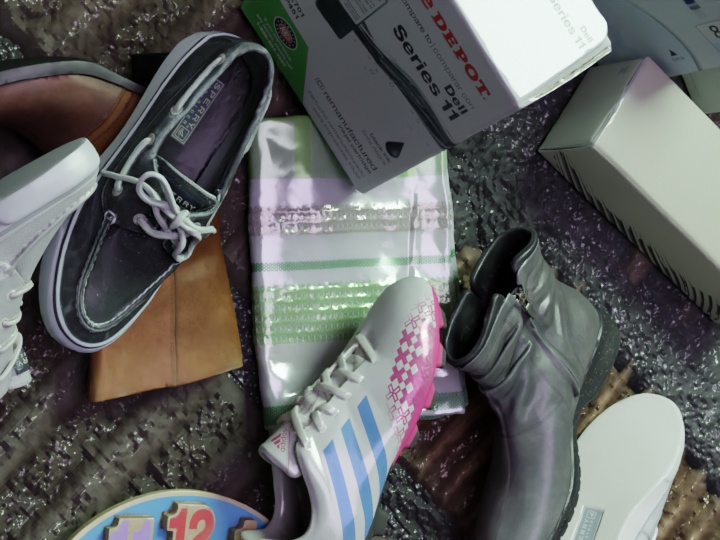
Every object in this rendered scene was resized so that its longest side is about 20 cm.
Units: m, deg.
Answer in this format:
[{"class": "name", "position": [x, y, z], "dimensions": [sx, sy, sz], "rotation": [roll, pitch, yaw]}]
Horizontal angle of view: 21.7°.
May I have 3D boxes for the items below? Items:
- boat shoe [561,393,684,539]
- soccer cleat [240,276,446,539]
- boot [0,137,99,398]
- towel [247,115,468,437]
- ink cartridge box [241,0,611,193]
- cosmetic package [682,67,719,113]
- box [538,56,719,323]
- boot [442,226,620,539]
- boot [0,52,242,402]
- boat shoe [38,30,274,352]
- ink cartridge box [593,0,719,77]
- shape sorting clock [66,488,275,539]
[{"class": "boat shoe", "position": [0.169, 0.176, 1.262], "dimensions": [0.069, 0.072, 0.201], "rotation": [73, 33, -49]}, {"class": "soccer cleat", "position": [-0.011, 0.091, 1.129], "dimensions": [0.086, 0.070, 0.201], "rotation": [22, 79, -25]}, {"class": "boot", "position": [-0.205, 0.018, 1.026], "dimensions": [0.199, 0.074, 0.096], "rotation": [-35, 105, 6]}, {"class": "towel", "position": [0.000, 0.000, 1.190], "dimensions": [0.148, 0.031, 0.202], "rotation": [-4, 91, -30]}, {"class": "ink cartridge box", "position": [0.034, -0.145, 1.099], "dimensions": [0.083, 0.200, 0.147], "rotation": [-35, 95, -29]}, {"class": "cosmetic package", "position": [0.314, -0.202, 1.336], "dimensions": [0.199, 0.085, 0.108], "rotation": [-29, 103, -25]}, {"class": "box", "position": [0.223, -0.052, 1.293], "dimensions": [0.200, 0.068, 0.082], "rotation": [42, 70, -22]}, {"class": "boot", "position": [0.091, 0.084, 1.201], "dimensions": [0.132, 0.069, 0.201], "rotation": [40, 59, -43]}, {"class": "boot", "position": [-0.159, -0.025, 1.098], "dimensions": [0.187, 0.068, 0.202], "rotation": [-7, 100, -36]}, {"class": "boat shoe", "position": [-0.109, -0.041, 1.047], "dimensions": [0.073, 0.068, 0.200], "rotation": [38, 81, -30]}, {"class": "ink cartridge box", "position": [0.164, -0.207, 1.209], "dimensions": [0.200, 0.160, 0.047], "rotation": [41, 70, -22]}, {"class": "shape sorting clock", "position": [-0.112, 0.231, 1.120], "dimensions": [0.199, 0.039, 0.202], "rotation": [0, 89, -29]}]
